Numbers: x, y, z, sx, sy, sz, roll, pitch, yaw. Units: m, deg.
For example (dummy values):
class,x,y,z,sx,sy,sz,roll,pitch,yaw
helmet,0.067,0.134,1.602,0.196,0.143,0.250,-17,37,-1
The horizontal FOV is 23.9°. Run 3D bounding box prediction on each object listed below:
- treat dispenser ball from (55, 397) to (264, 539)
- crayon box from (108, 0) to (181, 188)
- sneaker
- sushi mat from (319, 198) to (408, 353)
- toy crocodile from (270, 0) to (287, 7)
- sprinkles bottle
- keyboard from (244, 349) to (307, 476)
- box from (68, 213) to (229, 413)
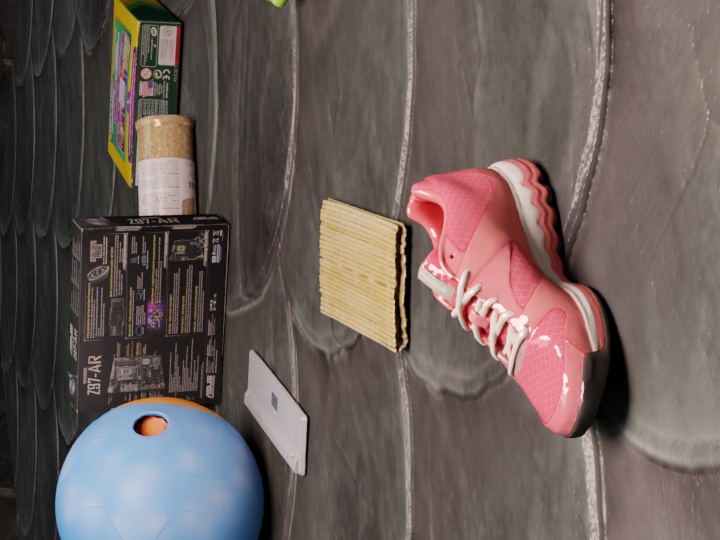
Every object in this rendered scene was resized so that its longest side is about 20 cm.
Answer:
class,x,y,z,sx,sy,sz,roll,pitch,yaw
treat dispenser ball,-0.191,0.222,1.630,0.201,0.199,0.203,179,90,-72
crayon box,-0.264,-0.219,2.069,0.173,0.058,0.202,-131,44,-65
sneaker,0.078,0.018,0.970,0.201,0.086,0.074,-108,24,-43
sushi mat,0.000,0.000,1.328,0.200,0.012,0.097,-156,65,-71
toy crocodile,-0.079,-0.331,1.503,0.068,0.061,0.202,129,133,-65
sprinkles bottle,-0.217,-0.071,1.910,0.068,0.068,0.202,155,113,-70
keyboard,-0.079,0.130,1.592,0.200,0.011,0.057,-140,56,-67
box,-0.223,0.044,1.783,0.044,0.159,0.202,-144,54,-62
